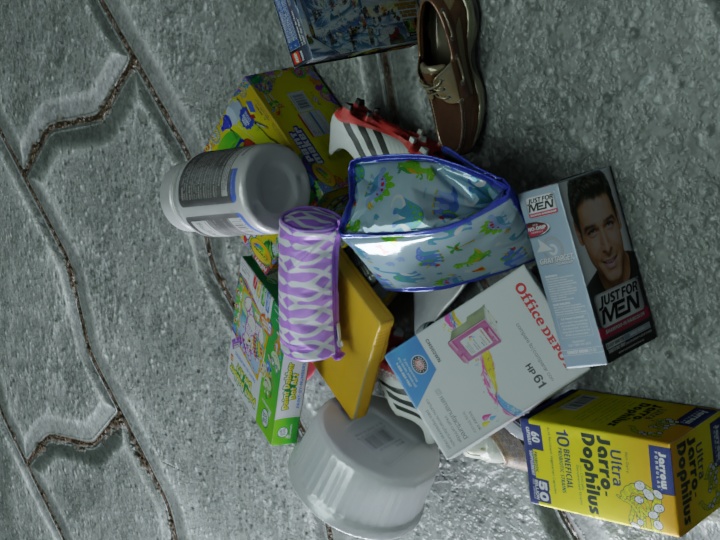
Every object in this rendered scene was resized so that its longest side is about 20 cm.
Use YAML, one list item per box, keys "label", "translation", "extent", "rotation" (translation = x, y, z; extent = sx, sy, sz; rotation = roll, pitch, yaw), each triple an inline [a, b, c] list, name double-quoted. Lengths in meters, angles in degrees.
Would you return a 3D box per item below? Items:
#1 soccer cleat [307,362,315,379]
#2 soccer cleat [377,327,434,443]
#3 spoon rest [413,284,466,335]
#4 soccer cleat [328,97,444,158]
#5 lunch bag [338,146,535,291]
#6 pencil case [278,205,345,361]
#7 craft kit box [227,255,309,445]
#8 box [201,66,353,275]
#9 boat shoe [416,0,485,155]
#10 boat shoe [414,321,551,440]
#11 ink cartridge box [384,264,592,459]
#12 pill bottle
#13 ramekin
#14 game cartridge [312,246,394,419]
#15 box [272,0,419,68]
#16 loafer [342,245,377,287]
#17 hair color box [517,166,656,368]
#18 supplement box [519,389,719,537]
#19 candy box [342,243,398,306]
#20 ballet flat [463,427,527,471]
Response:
- label: "soccer cleat"
  translation: [-0.122, 0.072, 1.724]
  extent: [0.201, 0.066, 0.076]
  rotation: [64, 168, 0]
- label: "soccer cleat"
  translation: [0.052, 0.147, 1.537]
  extent: [0.200, 0.069, 0.085]
  rotation: [45, 135, 15]
- label: "spoon rest"
  translation: [0.102, 0.027, 1.457]
  extent: [0.099, 0.060, 0.201]
  rotation: [22, 121, 40]
- label: "soccer cleat"
  translation: [0.044, -0.141, 1.433]
  extent: [0.199, 0.069, 0.086]
  rotation: [31, 121, 19]
- label: "lunch bag"
  translation: [0.098, -0.056, 1.320]
  extent: [0.199, 0.170, 0.128]
  rotation: [1, 69, 23]
- label: "pencil case"
  translation: [-0.060, 0.020, 1.416]
  extent: [0.085, 0.084, 0.201]
  rotation: [15, 122, 27]
- label: "craft kit box"
  translation: [-0.129, 0.108, 1.603]
  extent: [0.200, 0.048, 0.199]
  rotation: [-134, 45, -55]
- label: "box"
  translation: [-0.099, -0.138, 1.566]
  extent: [0.200, 0.122, 0.193]
  rotation: [55, 137, 17]
- label: "boat shoe"
  translation: [0.098, -0.234, 1.355]
  extent: [0.075, 0.072, 0.201]
  rotation: [8, 110, 45]
- label: "boat shoe"
  translation: [0.157, 0.126, 1.412]
  extent: [0.200, 0.069, 0.057]
  rotation: [41, 125, 1]
- label: "ink cartridge box"
  translation: [0.152, 0.107, 1.338]
  extent: [0.199, 0.085, 0.145]
  rotation: [-34, 78, 6]
- label: "pill bottle"
  translation: [-0.167, -0.101, 1.475]
  extent: [0.199, 0.113, 0.114]
  rotation: [0, 105, 48]
- label: "ramekin"
  translation: [0.010, 0.257, 1.546]
  extent: [0.200, 0.200, 0.098]
  rotation: [41, 122, 29]
- label: "game cartridge"
  translation: [-0.027, 0.070, 1.502]
  extent: [0.177, 0.032, 0.201]
  rotation: [53, 145, 31]
- label: "box"
  translation: [-0.016, -0.322, 1.347]
  extent: [0.040, 0.199, 0.138]
  rotation: [-15, 93, 48]
- label: "loafer"
  translation: [0.000, 0.000, 1.513]
  extent: [0.200, 0.069, 0.076]
  rotation: [-18, 91, 63]
- label: "hair color box"
  translation: [0.251, -0.004, 1.256]
  extent: [0.060, 0.099, 0.201]
  rotation: [-13, 95, 49]
- label: "supplement box"
  translation: [0.294, 0.211, 1.283]
  extent: [0.199, 0.109, 0.110]
  rotation: [3, 107, 46]
- label: "candy box"
  translation: [0.012, 0.001, 1.569]
  extent: [0.102, 0.026, 0.200]
  rotation: [52, 135, 15]
- label: "ballet flat"
  translation: [0.141, 0.194, 1.447]
  extent: [0.200, 0.067, 0.068]
  rotation: [48, 161, 8]
